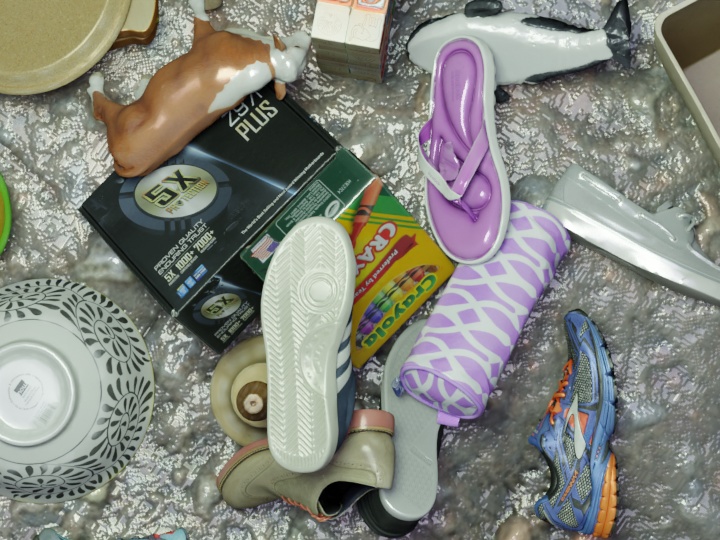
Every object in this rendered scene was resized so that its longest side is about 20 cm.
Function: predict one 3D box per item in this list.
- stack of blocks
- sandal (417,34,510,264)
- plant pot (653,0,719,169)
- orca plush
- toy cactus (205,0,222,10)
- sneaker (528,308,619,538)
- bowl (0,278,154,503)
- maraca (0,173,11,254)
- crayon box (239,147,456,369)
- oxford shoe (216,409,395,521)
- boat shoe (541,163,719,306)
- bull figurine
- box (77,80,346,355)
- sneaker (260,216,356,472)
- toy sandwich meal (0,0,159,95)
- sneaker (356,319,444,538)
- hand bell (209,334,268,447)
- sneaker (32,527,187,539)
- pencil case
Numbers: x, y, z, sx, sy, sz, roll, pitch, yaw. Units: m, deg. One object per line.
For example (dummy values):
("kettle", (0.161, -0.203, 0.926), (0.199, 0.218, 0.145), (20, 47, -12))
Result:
("stack of blocks", (-0.001, -0.233, 1.492), (0.058, 0.200, 0.116), (10, 89, 1))
("sandal", (0.078, -0.104, 1.499), (0.082, 0.050, 0.204), (-15, 71, 35))
("plant pot", (0.366, -0.156, 1.498), (0.199, 0.177, 0.201), (-28, 87, -1))
("orca plush", (0.143, -0.215, 1.552), (0.199, 0.071, 0.105), (-12, 127, 28))
("toy cactus", (-0.139, -0.303, 1.526), (0.199, 0.102, 0.166), (15, 127, 20))
("sneaker", (0.186, 0.134, 1.542), (0.078, 0.075, 0.202), (-1, 86, 4))
("bowl", (-0.284, 0.106, 1.535), (0.199, 0.094, 0.202), (0, 88, 1))
("maraca", (-0.403, -0.048, 1.534), (0.198, 0.107, 0.138), (-2, 90, 1))
("crayon box", (0.000, 0.000, 1.491), (0.127, 0.200, 0.051), (-46, 53, -1))
("oxford shoe", (-0.050, 0.178, 1.488), (0.070, 0.199, 0.075), (14, 60, -41))
("boat shoe", (0.259, -0.030, 1.554), (0.199, 0.072, 0.069), (27, 88, 10))
("bull figurine", (-0.138, -0.161, 1.481), (0.199, 0.065, 0.122), (-35, 49, 3))
("box", (-0.113, -0.060, 1.508), (0.200, 0.086, 0.164), (-44, 54, -1))
("sneaker", (-0.036, 0.057, 1.405), (0.074, 0.084, 0.202), (8, 95, 14))
("toy sandwich meal", (-0.275, -0.240, 1.546), (0.204, 0.070, 0.207), (-3, 76, 12))
("sneaker", (0.037, 0.143, 1.546), (0.070, 0.099, 0.201), (16, 57, -9))
("hand bell", (-0.085, 0.106, 1.480), (0.103, 0.200, 0.105), (0, 88, 1))
("sneaker", (-0.189, 0.263, 1.546), (0.199, 0.079, 0.096), (28, 79, -7))
("pencil case", (0.109, 0.036, 1.504), (0.084, 0.086, 0.201), (16, 63, 33))
